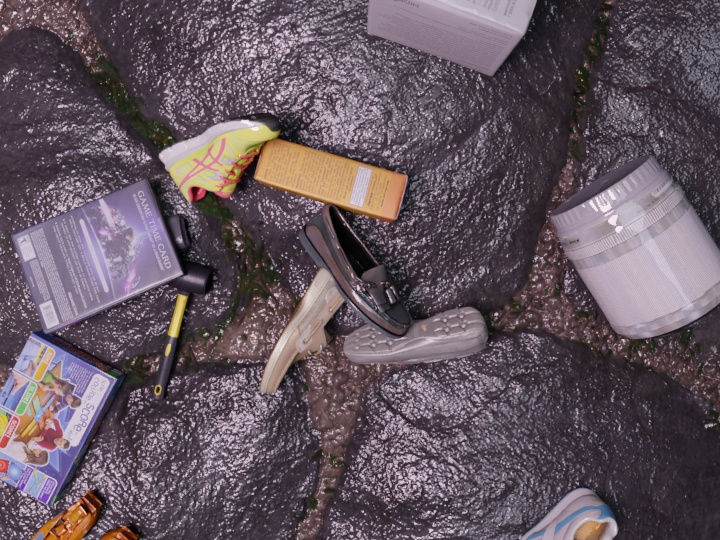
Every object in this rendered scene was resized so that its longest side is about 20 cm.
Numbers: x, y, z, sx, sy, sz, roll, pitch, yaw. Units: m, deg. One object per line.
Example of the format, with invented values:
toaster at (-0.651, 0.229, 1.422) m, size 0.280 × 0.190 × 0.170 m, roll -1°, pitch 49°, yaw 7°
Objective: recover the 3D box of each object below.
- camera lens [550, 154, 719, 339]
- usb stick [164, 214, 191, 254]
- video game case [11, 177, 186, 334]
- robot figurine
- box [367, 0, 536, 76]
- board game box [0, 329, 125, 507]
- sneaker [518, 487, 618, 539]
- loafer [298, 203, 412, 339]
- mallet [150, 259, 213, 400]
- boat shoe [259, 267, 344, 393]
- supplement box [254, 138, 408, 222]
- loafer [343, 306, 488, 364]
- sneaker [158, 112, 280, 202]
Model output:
camera lens at (0.362, -0.025, 0.774) m, size 0.159 × 0.160 × 0.201 m, roll -33°, pitch 92°, yaw 0°
usb stick at (-0.333, -0.030, 0.826) m, size 0.198 × 0.033 × 0.056 m, roll -14°, pitch 90°, yaw 0°
video game case at (-0.351, -0.020, 0.800) m, size 0.198 × 0.019 × 0.144 m, roll -23°, pitch 83°, yaw -2°
robot figurine at (-0.413, 0.413, 0.822) m, size 0.145 × 0.058 × 0.200 m, roll 43°, pitch 90°, yaw -1°
box at (0.129, -0.392, 0.756) m, size 0.198 × 0.171 × 0.201 m, roll 19°, pitch 91°, yaw -2°
board game box at (-0.435, 0.204, 0.828) m, size 0.134 × 0.034 × 0.201 m, roll 29°, pitch 91°, yaw -1°
sneaker at (0.271, 0.396, 0.822) m, size 0.076 × 0.081 × 0.201 m, roll 37°, pitch 92°, yaw -3°
loafer at (0.000, 0.000, 0.779) m, size 0.200 × 0.072 × 0.063 m, roll 47°, pitch 122°, yaw 9°
mallet at (-0.268, 0.080, 0.831) m, size 0.065 × 0.041 × 0.202 m, roll 23°, pitch 95°, yaw -1°
boat shoe at (-0.070, 0.085, 0.816) m, size 0.065 × 0.072 × 0.201 m, roll 30°, pitch 84°, yaw -3°
supplement box at (-0.039, -0.123, 0.812) m, size 0.198 × 0.067 × 0.070 m, roll 14°, pitch 91°, yaw -2°
loafer at (0.076, 0.102, 0.818) m, size 0.198 × 0.070 × 0.070 m, roll -9°, pitch 133°, yaw 14°
sneaker at (-0.174, -0.145, 0.784) m, size 0.198 × 0.078 × 0.091 m, roll -14°, pitch 100°, yaw 36°
